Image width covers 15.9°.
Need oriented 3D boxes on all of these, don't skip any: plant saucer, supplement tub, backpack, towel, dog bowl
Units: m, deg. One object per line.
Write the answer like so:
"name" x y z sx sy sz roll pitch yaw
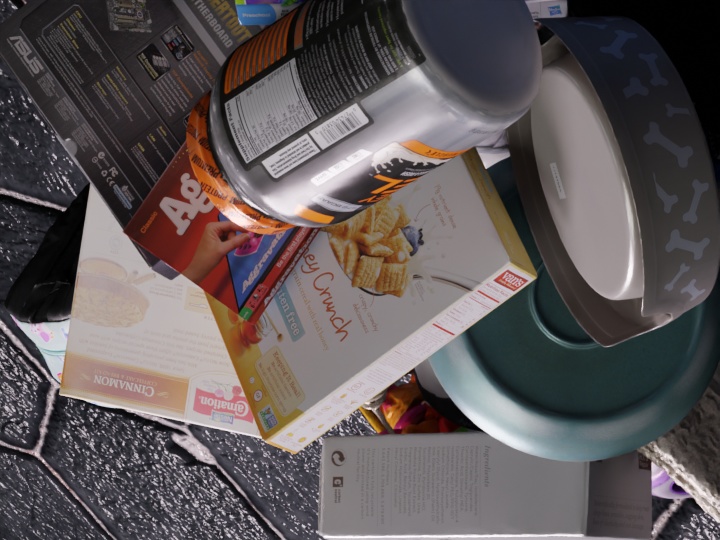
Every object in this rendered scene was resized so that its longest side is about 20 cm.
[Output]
"plant saucer" 0.135 0.017 1.602 0.200 0.200 0.027 36 168 1
"supplement tub" -0.003 -0.102 1.487 0.200 0.123 0.123 -29 111 41
"backpack" -0.157 -0.001 1.865 0.167 0.200 0.127 -6 129 47
"towel" 0.220 0.072 1.652 0.200 0.133 0.034 40 152 -6
"dog bowl" 0.147 -0.057 1.501 0.200 0.058 0.201 164 90 -77

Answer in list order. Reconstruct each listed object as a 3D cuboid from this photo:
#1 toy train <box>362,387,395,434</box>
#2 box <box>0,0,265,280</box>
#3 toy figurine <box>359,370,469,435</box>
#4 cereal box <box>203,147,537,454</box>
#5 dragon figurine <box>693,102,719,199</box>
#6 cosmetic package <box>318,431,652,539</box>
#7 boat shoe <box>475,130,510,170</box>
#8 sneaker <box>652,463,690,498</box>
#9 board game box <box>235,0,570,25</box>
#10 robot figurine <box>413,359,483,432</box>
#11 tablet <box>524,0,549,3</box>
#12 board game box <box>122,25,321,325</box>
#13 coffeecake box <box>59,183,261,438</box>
"toy train" 0.004 0.001 1.758 0.200 0.084 0.116 62 145 28
"box" -0.122 -0.120 1.659 0.200 0.158 0.048 53 -177 15
"toy figurine" 0.012 0.091 1.901 0.184 0.200 0.150 48 117 19
"cereal box" 0.000 0.000 1.597 0.200 0.144 0.039 -38 145 19
"dragon figurine" 0.247 -0.063 1.518 0.199 0.100 0.059 -6 130 23
"cosmetic package" 0.082 0.144 1.690 0.199 0.074 0.102 -3 172 32
"boat shoe" 0.020 -0.119 1.667 0.199 0.072 0.069 21 129 31
"sneaker" 0.205 0.095 1.758 0.088 0.081 0.200 19 150 15
"board game box" 0.020 -0.207 1.492 0.199 0.045 0.135 0 139 8
"robot figurine" 0.090 0.029 1.730 0.150 0.125 0.200 18 145 18
"tablet" 0.133 -0.227 1.409 0.130 0.014 0.200 -4 138 9
"board game box" -0.051 -0.077 1.600 0.103 0.200 0.019 34 179 18
"coffeecake box" -0.106 -0.002 1.721 0.153 0.201 0.073 11 -173 14
